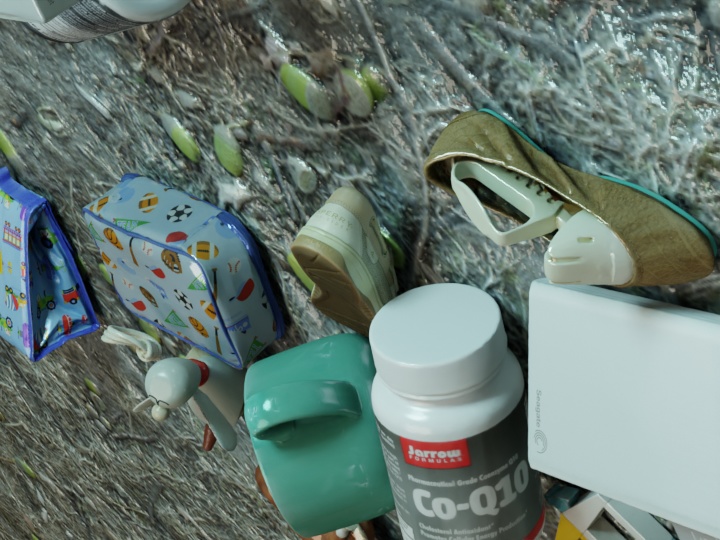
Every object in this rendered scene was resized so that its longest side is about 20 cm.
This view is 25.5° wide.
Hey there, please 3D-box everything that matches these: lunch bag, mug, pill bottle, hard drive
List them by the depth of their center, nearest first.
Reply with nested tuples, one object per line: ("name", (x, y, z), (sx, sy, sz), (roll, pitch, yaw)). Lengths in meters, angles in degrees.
("hard drive", (0.180, 0.085, 1.001), (0.200, 0.027, 0.132), (15, 109, 54))
("pill bottle", (0.070, 0.118, 1.179), (0.114, 0.114, 0.200), (24, 139, 42))
("pill bottle", (-0.204, -0.227, 1.188), (0.200, 0.106, 0.106), (2, 127, 57))
("mug", (-0.014, 0.132, 1.278), (0.185, 0.114, 0.152), (-66, -45, -74))
("lunch bag", (-0.162, 0.002, 1.455), (0.200, 0.076, 0.160), (25, 147, 41))
("lunch bag", (-0.386, -0.024, 1.778), (0.150, 0.094, 0.200), (28, 137, 43))

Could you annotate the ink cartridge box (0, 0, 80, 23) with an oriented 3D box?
("ink cartridge box", (-0.170, -0.266, 0.982), (0.085, 0.200, 0.145), (15, 137, 44))

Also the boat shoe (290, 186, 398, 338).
("boat shoe", (0.000, 0.000, 1.207), (0.072, 0.065, 0.200), (24, 164, 20))

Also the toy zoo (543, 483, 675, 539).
("toy zoo", (0.217, 0.236, 1.209), (0.200, 0.020, 0.131), (44, 153, 15))

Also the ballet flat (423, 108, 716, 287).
("ballet flat", (0.116, -0.033, 0.965), (0.200, 0.072, 0.068), (35, 149, 29))

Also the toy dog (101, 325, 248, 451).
("toy dog", (-0.153, 0.124, 1.466), (0.132, 0.097, 0.200), (23, -175, 38))

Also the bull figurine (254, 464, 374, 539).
("bull figurine", (-0.030, 0.237, 1.558), (0.200, 0.065, 0.122), (37, 147, 22))

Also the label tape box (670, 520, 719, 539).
("label tape box", (0.265, 0.162, 0.989), (0.143, 0.066, 0.200), (5, 130, 55))
